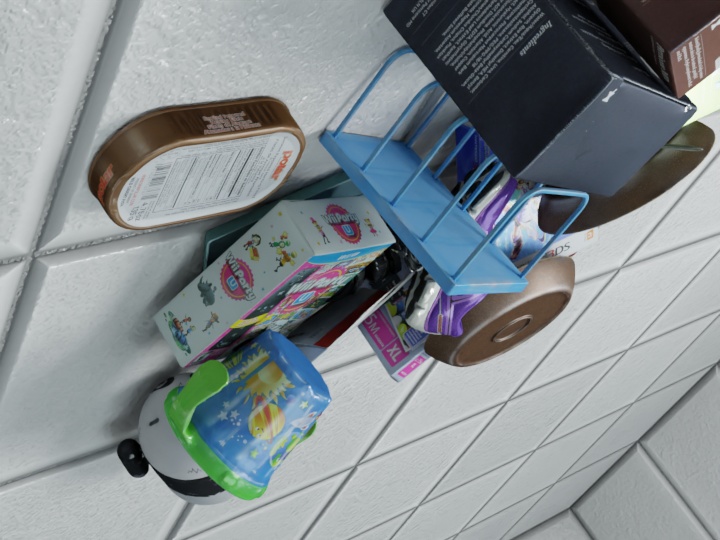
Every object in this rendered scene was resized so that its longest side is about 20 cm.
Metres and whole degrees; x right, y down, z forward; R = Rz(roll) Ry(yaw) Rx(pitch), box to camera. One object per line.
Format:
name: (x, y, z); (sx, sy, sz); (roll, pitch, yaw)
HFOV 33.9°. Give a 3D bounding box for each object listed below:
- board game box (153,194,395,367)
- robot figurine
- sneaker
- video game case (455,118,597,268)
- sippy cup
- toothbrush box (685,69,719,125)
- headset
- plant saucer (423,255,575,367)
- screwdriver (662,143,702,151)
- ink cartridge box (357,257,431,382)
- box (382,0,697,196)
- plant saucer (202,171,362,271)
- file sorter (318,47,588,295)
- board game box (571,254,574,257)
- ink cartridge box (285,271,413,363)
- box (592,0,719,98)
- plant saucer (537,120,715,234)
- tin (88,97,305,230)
board game box: (-0.084, 0.009, 1.159); (0.200, 0.065, 0.147); (-41, 164, 30)
robot figurine: (-0.182, 0.191, 1.342); (0.151, 0.124, 0.200); (-54, 163, -18)
sneaker: (0.115, -0.021, 1.226); (0.083, 0.081, 0.201); (19, 116, -13)
video game case: (0.188, -0.094, 1.303); (0.180, 0.045, 0.202); (-25, 126, -29)
sippy cup: (-0.104, 0.135, 1.178); (0.130, 0.140, 0.178); (-43, -176, 6)
toothbrush box: (0.287, -0.211, 1.178); (0.199, 0.145, 0.087); (-24, 128, -24)
headset: (0.000, 0.000, 1.258); (0.123, 0.094, 0.200); (-24, 168, -37)
plant saucer: (0.166, 0.055, 1.348); (0.199, 0.035, 0.201); (-27, 158, -11)
screwdriver: (0.244, -0.124, 1.167); (0.028, 0.199, 0.029); (31, 80, -47)
ink cartridge box: (0.086, 0.023, 1.399); (0.199, 0.120, 0.042); (-38, 154, 5)
box: (0.155, -0.178, 1.006); (0.118, 0.201, 0.196); (-47, 154, 24)
plant saucer: (-0.069, -0.052, 1.165); (0.199, 0.019, 0.070); (-27, 155, -25)
file sorter: (0.090, -0.092, 1.086); (0.138, 0.200, 0.123); (0, 135, -55)
board game box: (0.244, -0.038, 1.617); (0.199, 0.035, 0.136); (-7, 144, -49)
ink cartridge box: (-0.032, 0.055, 1.294); (0.200, 0.050, 0.162); (-46, 175, 35)
box: (0.222, -0.248, 0.965); (0.075, 0.201, 0.100); (-39, 157, 6)
plant saucer: (0.263, -0.105, 1.208); (0.199, 0.032, 0.200); (-31, -165, 9)
tin: (-0.131, -0.087, 0.986); (0.199, 0.042, 0.112); (-15, 153, -42)
